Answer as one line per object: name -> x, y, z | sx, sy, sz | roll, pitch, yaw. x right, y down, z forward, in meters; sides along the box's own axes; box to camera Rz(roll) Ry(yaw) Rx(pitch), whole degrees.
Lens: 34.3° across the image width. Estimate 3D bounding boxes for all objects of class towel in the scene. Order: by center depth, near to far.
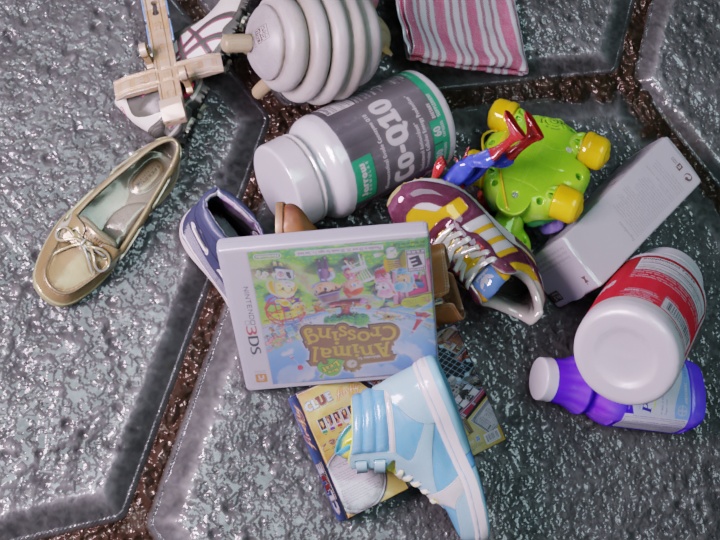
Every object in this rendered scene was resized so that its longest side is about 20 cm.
towel -> 0.117, -0.303, 1.339 | 0.198, 0.030, 0.149 | -1, 77, -40

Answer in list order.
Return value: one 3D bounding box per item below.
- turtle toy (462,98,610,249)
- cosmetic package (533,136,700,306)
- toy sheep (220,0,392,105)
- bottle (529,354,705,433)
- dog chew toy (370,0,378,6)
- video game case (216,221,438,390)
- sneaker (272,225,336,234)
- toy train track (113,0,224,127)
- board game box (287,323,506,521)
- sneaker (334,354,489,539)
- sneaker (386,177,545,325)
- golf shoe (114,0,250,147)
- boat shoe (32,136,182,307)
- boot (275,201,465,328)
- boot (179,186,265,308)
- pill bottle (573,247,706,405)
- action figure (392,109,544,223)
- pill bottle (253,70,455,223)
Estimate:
turtle toy -> 0.182, -0.088, 1.294 | 0.144, 0.102, 0.202 | 24, 67, 16
cosmetic package -> 0.286, -0.055, 1.326 | 0.199, 0.102, 0.074 | -40, 90, -26
toy sheep -> -0.053, -0.231, 1.192 | 0.198, 0.138, 0.140 | -14, 80, -32
bottle -> 0.285, 0.130, 1.292 | 0.197, 0.065, 0.085 | 9, 66, -17
dog chew toy -> -0.069, -0.344, 1.269 | 0.197, 0.125, 0.126 | 16, 70, -7
video game case -> -0.027, 0.038, 1.121 | 0.196, 0.184, 0.022 | -5, 39, 3
sneaker -> 0.000, 0.000, 1.228 | 0.197, 0.072, 0.074 | 14, 103, -8
toy train track -> -0.205, -0.239, 1.181 | 0.113, 0.033, 0.203 | -15, 63, 1
board game box -> 0.040, 0.155, 1.214 | 0.198, 0.035, 0.137 | -21, 83, -23
sneaker -> 0.048, 0.193, 1.156 | 0.129, 0.080, 0.203 | -19, 103, 3
sneaker -> 0.114, -0.019, 1.187 | 0.198, 0.075, 0.091 | 30, 26, -23
golf shoe -> -0.178, -0.229, 1.221 | 0.087, 0.077, 0.202 | 27, 66, -1
boat shoe -> -0.248, -0.052, 1.151 | 0.073, 0.063, 0.201 | 42, 66, -4
boot -> 0.009, -0.005, 1.144 | 0.152, 0.201, 0.074 | -12, 44, 17
boot -> -0.103, 0.009, 1.171 | 0.200, 0.090, 0.073 | 46, 65, -4
pill bottle -> 0.306, 0.050, 1.244 | 0.113, 0.112, 0.200 | 51, 35, -1
action figure -> 0.102, -0.098, 1.229 | 0.065, 0.200, 0.052 | -15, 68, -54
pill bottle -> -0.006, -0.125, 1.231 | 0.198, 0.113, 0.114 | -28, 86, -24
